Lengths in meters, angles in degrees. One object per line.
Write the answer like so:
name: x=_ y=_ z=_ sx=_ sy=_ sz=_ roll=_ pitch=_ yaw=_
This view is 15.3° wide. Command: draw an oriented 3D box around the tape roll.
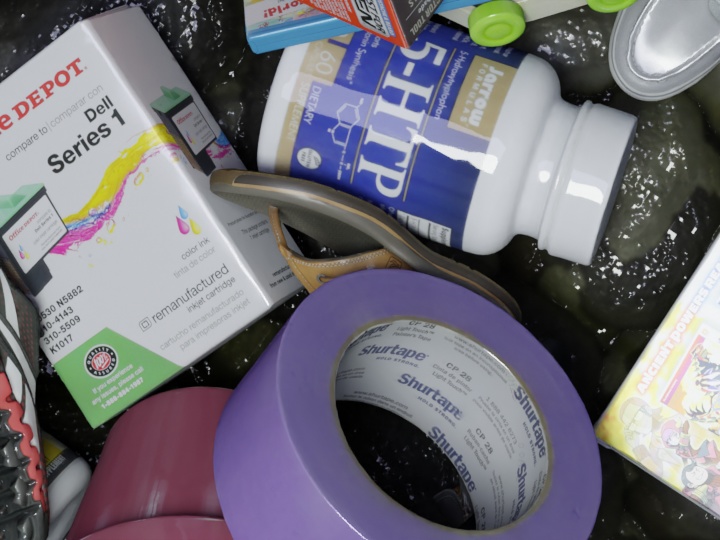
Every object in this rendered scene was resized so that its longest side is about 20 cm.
tape roll: x=0.026 y=0.104 z=1.452 sx=0.200 sy=0.200 sz=0.085 roll=43 pitch=135 yaw=4

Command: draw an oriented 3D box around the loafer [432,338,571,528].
loafer: x=0.079 y=0.138 z=1.579 sx=0.072 sy=0.073 sz=0.201 roll=5 pitch=86 yaw=19

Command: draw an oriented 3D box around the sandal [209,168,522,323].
sandal: x=0.000 y=0.000 z=1.527 sx=0.199 sy=0.082 sz=0.055 roll=32 pitch=75 yaw=-20

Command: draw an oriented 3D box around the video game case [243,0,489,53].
video game case: x=-0.001 y=-0.222 z=1.531 sx=0.142 sy=0.018 sz=0.201 roll=-12 pitch=57 yaw=10

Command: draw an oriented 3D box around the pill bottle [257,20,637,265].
pill bottle: x=0.052 y=-0.077 z=1.537 sx=0.199 sy=0.120 sz=0.120 roll=18 pitch=97 yaw=7

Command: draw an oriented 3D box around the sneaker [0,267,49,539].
sneaker: x=-0.213 y=0.067 z=1.529 sx=0.071 sy=0.098 sz=0.202 roll=-17 pitch=94 yaw=25

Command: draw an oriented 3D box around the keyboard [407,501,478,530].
keyboard: x=0.016 y=0.215 z=1.567 sx=0.200 sy=0.040 sz=0.104 roll=-45 pitch=74 yaw=33

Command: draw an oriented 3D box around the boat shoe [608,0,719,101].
boat shoe: x=0.216 y=-0.178 z=1.528 sx=0.200 sy=0.069 sz=0.072 roll=-43 pitch=87 yaw=10

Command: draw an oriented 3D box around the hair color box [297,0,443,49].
hair color box: x=-0.028 y=-0.213 z=1.485 sx=0.199 sy=0.064 sz=0.111 roll=26 pitch=69 yaw=28

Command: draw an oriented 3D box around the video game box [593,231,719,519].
video game box: x=0.261 y=0.061 z=1.550 sx=0.182 sy=0.047 sz=0.201 roll=33 pitch=98 yaw=3

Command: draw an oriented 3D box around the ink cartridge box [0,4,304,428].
ink cartridge box: x=-0.145 y=-0.034 z=1.579 sx=0.145 sy=0.084 sz=0.201 roll=-34 pitch=88 yaw=22

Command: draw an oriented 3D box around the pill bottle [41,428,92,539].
pill bottle: x=-0.269 y=0.109 z=1.608 sx=0.199 sy=0.112 sz=0.112 roll=34 pitch=99 yaw=5

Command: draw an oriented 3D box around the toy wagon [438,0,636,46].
toy wagon: x=0.077 y=-0.201 z=1.533 sx=0.199 sy=0.040 sz=0.156 roll=-16 pitch=60 yaw=11

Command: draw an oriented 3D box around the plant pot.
plant pot: x=-0.091 y=0.174 z=1.531 sx=0.199 sy=0.180 sz=0.201 roll=1 pitch=135 yaw=1
